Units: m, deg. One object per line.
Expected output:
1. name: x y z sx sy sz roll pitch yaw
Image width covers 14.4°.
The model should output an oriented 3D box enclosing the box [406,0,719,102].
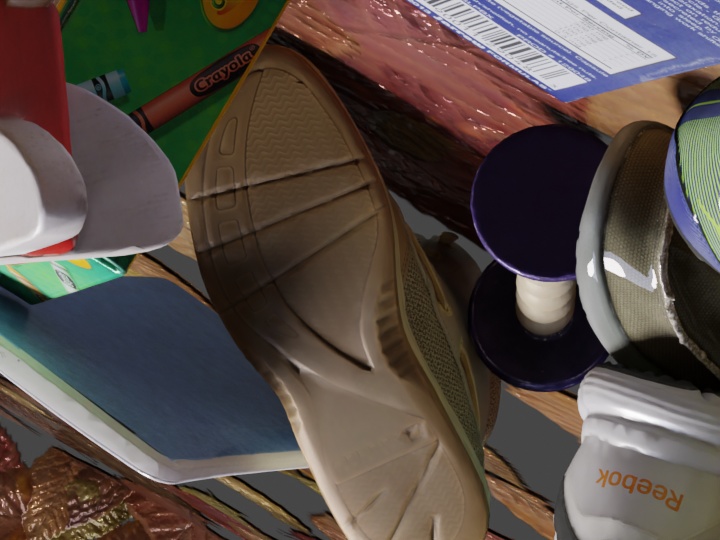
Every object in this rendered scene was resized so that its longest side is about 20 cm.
1. box: 0.042 -0.090 0.668 0.121 0.032 0.200 32 171 -14

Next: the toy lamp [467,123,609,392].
1. toy lamp: 0.063 0.003 0.988 0.058 0.058 0.200 28 169 11

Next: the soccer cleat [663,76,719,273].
1. soccer cleat: 0.168 0.012 0.726 0.200 0.065 0.084 30 167 2

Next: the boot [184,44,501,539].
1. boot: 0.000 0.000 1.065 0.200 0.073 0.155 65 -167 -11

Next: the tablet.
1. tablet: -0.075 0.038 1.065 0.130 0.014 0.200 35 -168 21

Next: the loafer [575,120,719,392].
1. loafer: 0.138 0.017 0.844 0.070 0.075 0.200 1 156 44

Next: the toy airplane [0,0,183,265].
1. toy airplane: -0.088 -0.096 0.705 0.200 0.141 0.199 39 144 33

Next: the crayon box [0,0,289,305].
1. crayon box: -0.088 -0.057 0.943 0.058 0.119 0.200 32 169 -11

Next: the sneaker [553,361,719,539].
1. sneaker: 0.093 0.093 0.879 0.074 0.080 0.200 14 165 21
